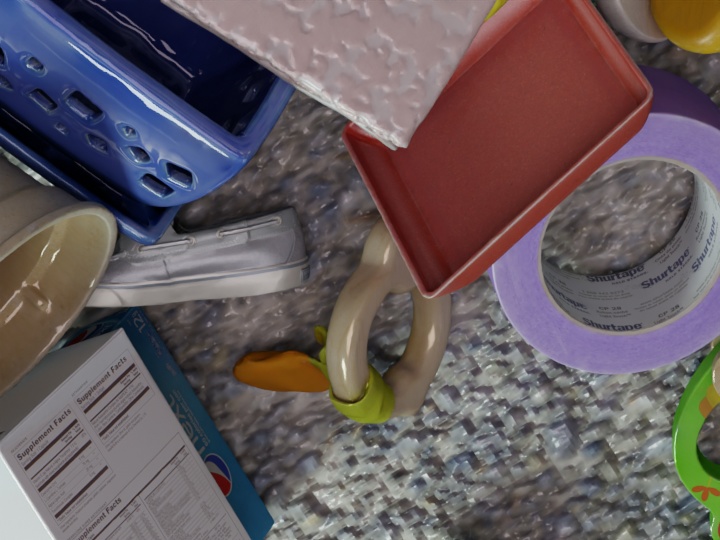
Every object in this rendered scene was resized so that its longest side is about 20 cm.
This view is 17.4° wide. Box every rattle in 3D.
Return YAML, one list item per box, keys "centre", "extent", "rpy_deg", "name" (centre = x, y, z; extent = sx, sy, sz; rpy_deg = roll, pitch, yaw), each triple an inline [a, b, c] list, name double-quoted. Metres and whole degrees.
- centre: [0.000, 0.000, 1.699]
  extent: [0.129, 0.142, 0.202]
  rpy_deg: [1, 101, -36]
  name: "rattle"

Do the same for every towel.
- centre: [-0.007, -0.205, 1.499]
  extent: [0.199, 0.032, 0.192]
  rpy_deg: [32, 81, -10]
  name: "towel"

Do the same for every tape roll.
- centre: [0.180, -0.035, 1.633]
  extent: [0.198, 0.085, 0.202]
  rpy_deg: [-4, 119, -7]
  name: "tape roll"

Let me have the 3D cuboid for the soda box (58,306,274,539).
- centre: [-0.147, 0.130, 1.724]
  extent: [0.064, 0.068, 0.201]
  rpy_deg: [-24, 105, 29]
  name: "soda box"

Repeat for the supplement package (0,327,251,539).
- centre: [-0.202, 0.175, 1.634]
  extent: [0.151, 0.151, 0.201]
  rpy_deg: [-17, 109, 41]
  name: "supplement package"

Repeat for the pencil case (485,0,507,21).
- centre: [0.028, -0.250, 1.573]
  extent: [0.088, 0.088, 0.201]
  rpy_deg: [-37, 88, 12]
  name: "pencil case"

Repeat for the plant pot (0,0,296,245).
- centre: [-0.148, -0.152, 1.570]
  extent: [0.199, 0.201, 0.180]
  rpy_deg: [34, 142, -8]
  name: "plant pot"

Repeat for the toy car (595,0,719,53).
- centre: [0.254, -0.240, 1.565]
  extent: [0.149, 0.174, 0.202]
  rpy_deg: [4, 84, -41]
  name: "toy car"

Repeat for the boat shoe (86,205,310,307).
- centre: [-0.137, -0.014, 1.694]
  extent: [0.199, 0.070, 0.072]
  rpy_deg: [-5, 96, 0]
  name: "boat shoe"

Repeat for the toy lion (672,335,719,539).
- centre: [0.316, 0.154, 1.726]
  extent: [0.199, 0.069, 0.193]
  rpy_deg: [24, 114, -4]
  name: "toy lion"

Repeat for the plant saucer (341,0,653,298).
- centre: [0.094, -0.096, 1.568]
  extent: [0.199, 0.201, 0.037]
  rpy_deg: [-43, 129, 14]
  name: "plant saucer"

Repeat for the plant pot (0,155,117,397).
- centre: [-0.293, -0.024, 1.545]
  extent: [0.183, 0.200, 0.201]
  rpy_deg: [42, 105, 14]
  name: "plant pot"

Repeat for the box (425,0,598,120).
- centre: [0.076, -0.187, 1.643]
  extent: [0.200, 0.036, 0.145]
  rpy_deg: [-38, 101, 14]
  name: "box"
